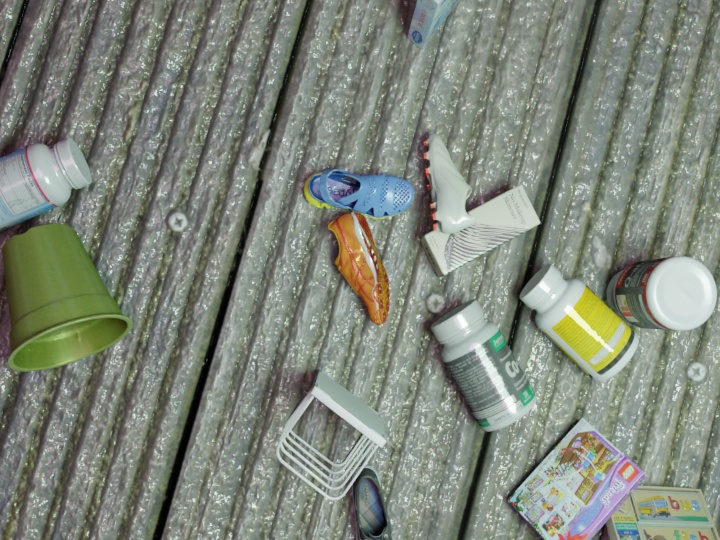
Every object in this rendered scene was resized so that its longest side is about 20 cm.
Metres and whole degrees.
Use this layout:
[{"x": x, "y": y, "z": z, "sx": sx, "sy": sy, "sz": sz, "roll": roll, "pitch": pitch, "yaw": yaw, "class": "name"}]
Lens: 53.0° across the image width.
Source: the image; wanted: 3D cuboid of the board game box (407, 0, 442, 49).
[{"x": 0.162, "y": -0.502, "z": 1.236, "sx": 0.041, "sy": 0.200, "sz": 0.202, "roll": 36, "pitch": 85, "yaw": 0, "class": "board game box"}]

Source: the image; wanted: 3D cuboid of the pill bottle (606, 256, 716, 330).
[{"x": 0.498, "y": 0.040, "z": 1.221, "sx": 0.113, "sy": 0.200, "sz": 0.119, "roll": 0, "pitch": 87, "yaw": -3, "class": "pill bottle"}]

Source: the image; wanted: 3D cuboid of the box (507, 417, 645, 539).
[{"x": 0.369, "y": 0.376, "z": 1.240, "sx": 0.200, "sy": 0.039, "sz": 0.137, "roll": -45, "pitch": 54, "yaw": -4, "class": "box"}]

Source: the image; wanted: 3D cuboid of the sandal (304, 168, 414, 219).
[{"x": -0.001, "y": -0.137, "z": 1.263, "sx": 0.195, "sy": 0.087, "sz": 0.082, "roll": 2, "pitch": 84, "yaw": -5, "class": "sandal"}]

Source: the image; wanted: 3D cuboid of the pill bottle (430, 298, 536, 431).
[{"x": 0.208, "y": 0.161, "z": 1.241, "sx": 0.112, "sy": 0.113, "sz": 0.203, "roll": -30, "pitch": 90, "yaw": -4, "class": "pill bottle"}]

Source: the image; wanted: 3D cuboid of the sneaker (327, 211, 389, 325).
[{"x": 0.000, "y": 0.000, "z": 1.273, "sx": 0.076, "sy": 0.073, "sz": 0.204, "roll": -19, "pitch": 87, "yaw": 21, "class": "sneaker"}]

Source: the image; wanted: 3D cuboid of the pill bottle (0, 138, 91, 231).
[{"x": -0.565, "y": -0.146, "z": 1.220, "sx": 0.196, "sy": 0.109, "sz": 0.111, "roll": -24, "pitch": 88, "yaw": -5, "class": "pill bottle"}]

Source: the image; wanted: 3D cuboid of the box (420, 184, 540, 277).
[{"x": 0.210, "y": -0.069, "z": 1.278, "sx": 0.197, "sy": 0.068, "sz": 0.083, "roll": -29, "pitch": 87, "yaw": -4, "class": "box"}]

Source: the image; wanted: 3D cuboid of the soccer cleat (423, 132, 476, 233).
[{"x": 0.153, "y": -0.153, "z": 1.256, "sx": 0.076, "sy": 0.070, "sz": 0.204, "roll": -7, "pitch": 61, "yaw": 3, "class": "soccer cleat"}]

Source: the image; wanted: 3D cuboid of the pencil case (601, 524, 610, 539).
[{"x": 0.514, "y": 0.497, "z": 1.253, "sx": 0.196, "sy": 0.087, "sz": 0.089, "roll": 18, "pitch": 86, "yaw": 0, "class": "pencil case"}]

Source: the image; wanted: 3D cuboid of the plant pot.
[{"x": -0.501, "y": 0.035, "z": 1.189, "sx": 0.196, "sy": 0.200, "sz": 0.193, "roll": -23, "pitch": 75, "yaw": -4, "class": "plant pot"}]

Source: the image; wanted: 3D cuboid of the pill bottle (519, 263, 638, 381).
[{"x": 0.375, "y": 0.087, "z": 1.256, "sx": 0.200, "sy": 0.111, "sz": 0.112, "roll": 43, "pitch": 85, "yaw": -1, "class": "pill bottle"}]

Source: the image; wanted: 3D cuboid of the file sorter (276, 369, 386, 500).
[{"x": -0.051, "y": 0.265, "z": 1.181, "sx": 0.138, "sy": 0.200, "sz": 0.126, "roll": 37, "pitch": 90, "yaw": 0, "class": "file sorter"}]

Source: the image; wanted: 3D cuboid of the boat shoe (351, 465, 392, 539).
[{"x": 0.025, "y": 0.441, "z": 1.238, "sx": 0.068, "sy": 0.066, "sz": 0.205, "roll": -7, "pitch": 87, "yaw": -3, "class": "boat shoe"}]

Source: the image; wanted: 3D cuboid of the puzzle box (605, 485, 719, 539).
[{"x": 0.515, "y": 0.436, "z": 1.237, "sx": 0.195, "sy": 0.026, "sz": 0.135, "roll": 5, "pitch": 47, "yaw": -10, "class": "puzzle box"}]
